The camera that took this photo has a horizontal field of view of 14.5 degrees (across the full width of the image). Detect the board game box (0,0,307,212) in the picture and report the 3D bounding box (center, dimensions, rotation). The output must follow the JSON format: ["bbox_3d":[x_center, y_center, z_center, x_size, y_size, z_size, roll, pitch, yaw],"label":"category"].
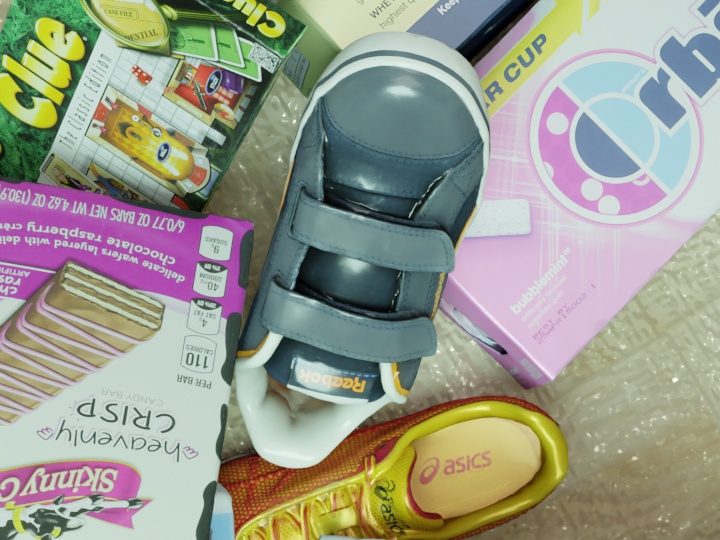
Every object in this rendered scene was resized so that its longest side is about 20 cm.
[{"bbox_3d":[-0.095,-0.069,1.105,0.105,0.200,0.023,35,59,1],"label":"board game box"}]

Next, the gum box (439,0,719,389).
[{"bbox_3d":[0.095,-0.053,1.183,0.114,0.066,0.200,44,82,0],"label":"gum box"}]

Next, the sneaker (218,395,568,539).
[{"bbox_3d":[-0.011,0.096,1.152,0.200,0.077,0.073,-25,88,-6],"label":"sneaker"}]

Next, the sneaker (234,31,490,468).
[{"bbox_3d":[0.000,0.000,1.094,0.078,0.200,0.079,14,47,-4],"label":"sneaker"}]

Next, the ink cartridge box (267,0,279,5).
[{"bbox_3d":[-0.023,-0.161,0.983,0.059,0.200,0.104,33,84,-1],"label":"ink cartridge box"}]

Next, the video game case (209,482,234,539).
[{"bbox_3d":[-0.143,0.184,1.104,0.200,0.023,0.182,-7,107,-18],"label":"video game case"}]

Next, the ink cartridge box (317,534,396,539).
[{"bbox_3d":[0.074,0.141,1.062,0.095,0.200,0.037,45,62,-35],"label":"ink cartridge box"}]

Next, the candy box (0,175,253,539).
[{"bbox_3d":[-0.120,0.063,1.062,0.136,0.061,0.200,10,55,-6],"label":"candy box"}]

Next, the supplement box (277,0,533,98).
[{"bbox_3d":[0.009,-0.192,1.158,0.200,0.134,0.200,-44,89,-8],"label":"supplement box"}]
